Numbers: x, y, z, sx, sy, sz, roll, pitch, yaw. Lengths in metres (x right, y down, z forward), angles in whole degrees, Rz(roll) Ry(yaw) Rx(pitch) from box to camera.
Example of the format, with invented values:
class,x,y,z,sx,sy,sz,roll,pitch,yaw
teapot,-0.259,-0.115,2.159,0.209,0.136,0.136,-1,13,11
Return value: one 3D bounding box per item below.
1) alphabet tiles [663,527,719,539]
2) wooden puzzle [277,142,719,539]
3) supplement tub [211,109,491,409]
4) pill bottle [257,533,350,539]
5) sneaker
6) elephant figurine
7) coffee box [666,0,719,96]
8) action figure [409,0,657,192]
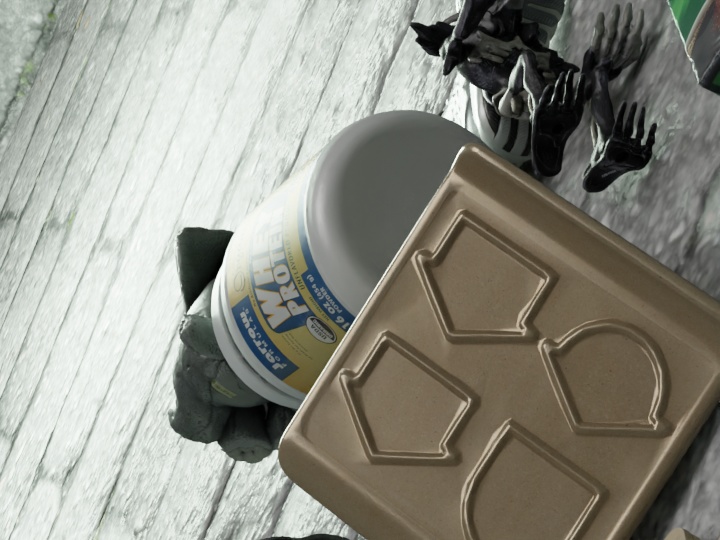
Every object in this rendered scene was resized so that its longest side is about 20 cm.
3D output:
class,x,y,z,sx,sy,sz,roll,pitch,yaw
alphabet tiles,0.135,0.206,1.167,0.196,0.015,0.200,-58,19,27
wooden puzzle,0.076,0.066,1.315,0.201,0.185,0.046,-60,-27,9
supplement tub,0.000,0.000,1.629,0.200,0.144,0.145,-38,33,58
pill bottle,-0.058,0.222,1.574,0.200,0.111,0.112,-38,33,58
sneaker,0.074,-0.124,1.693,0.116,0.075,0.201,126,158,-44
elephant figurine,-0.069,0.019,1.821,0.155,0.141,0.201,125,157,-49
coffee box,0.207,-0.181,1.401,0.123,0.044,0.200,-58,19,27
action figure,0.106,-0.127,1.526,0.102,0.118,0.200,-62,29,20
